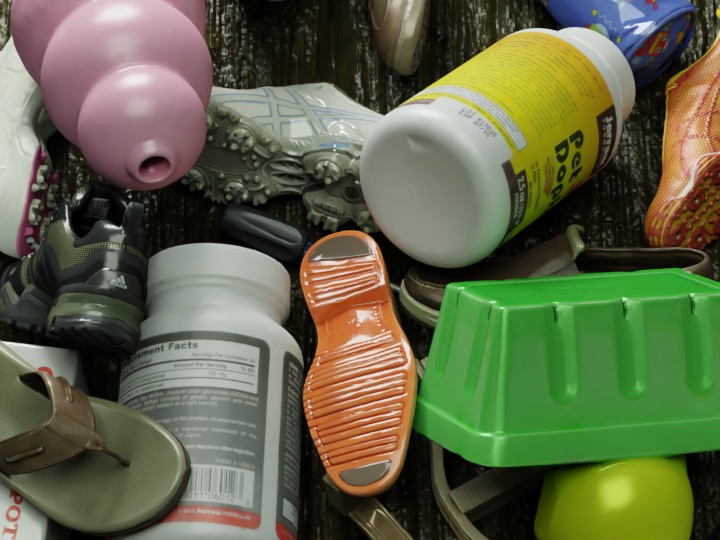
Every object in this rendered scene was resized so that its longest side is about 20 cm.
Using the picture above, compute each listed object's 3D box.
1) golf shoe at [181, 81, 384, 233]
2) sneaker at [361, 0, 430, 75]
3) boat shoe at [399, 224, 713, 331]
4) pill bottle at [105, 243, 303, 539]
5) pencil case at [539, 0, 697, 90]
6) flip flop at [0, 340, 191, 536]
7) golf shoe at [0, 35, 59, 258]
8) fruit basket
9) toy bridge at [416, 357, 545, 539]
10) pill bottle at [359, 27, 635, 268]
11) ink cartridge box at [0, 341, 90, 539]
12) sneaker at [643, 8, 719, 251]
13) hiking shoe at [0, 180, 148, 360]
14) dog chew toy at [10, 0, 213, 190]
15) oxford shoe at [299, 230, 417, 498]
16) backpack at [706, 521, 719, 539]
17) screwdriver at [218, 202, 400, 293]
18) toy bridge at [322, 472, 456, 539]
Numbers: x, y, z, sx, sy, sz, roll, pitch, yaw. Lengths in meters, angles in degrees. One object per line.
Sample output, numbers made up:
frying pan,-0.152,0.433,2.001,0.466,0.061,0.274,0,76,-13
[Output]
golf shoe,-0.054,-0.091,1.589,0.200,0.078,0.097,19,43,5
sneaker,0.014,-0.217,1.646,0.075,0.070,0.200,5,54,2
boat shoe,0.127,0.003,1.522,0.202,0.075,0.075,4,26,-7
pill bottle,-0.093,0.093,1.458,0.116,0.116,0.200,2,63,-1
pencil case,0.152,-0.216,1.642,0.087,0.078,0.200,-20,63,-35
flip flop,-0.191,0.087,1.386,0.200,0.058,0.081,32,79,16
golf shoe,-0.240,-0.102,1.577,0.091,0.075,0.200,2,60,8
fruit basket,0.143,0.108,1.422,0.215,0.155,0.216,-3,100,-19
toy bridge,0.083,0.136,1.482,0.067,0.027,0.200,-27,66,-14
pill bottle,0.095,-0.087,1.531,0.109,0.109,0.200,38,43,16
ink cartridge box,-0.277,0.116,1.458,0.200,0.086,0.147,6,63,3
sneaker,0.232,-0.090,1.597,0.077,0.073,0.200,14,57,30
hiking shoe,-0.167,-0.003,1.466,0.076,0.200,0.101,21,86,-24
dog chew toy,-0.148,-0.127,1.479,0.124,0.125,0.200,-12,45,-8
oxford shoe,0.006,0.068,1.474,0.071,0.073,0.200,-12,46,9
backpack,0.283,0.220,1.394,0.190,0.154,0.200,34,64,3
screwdriver,0.000,0.000,1.556,0.200,0.029,0.028,21,65,9
toy bridge,0.058,0.190,1.437,0.200,0.067,0.027,37,66,29
